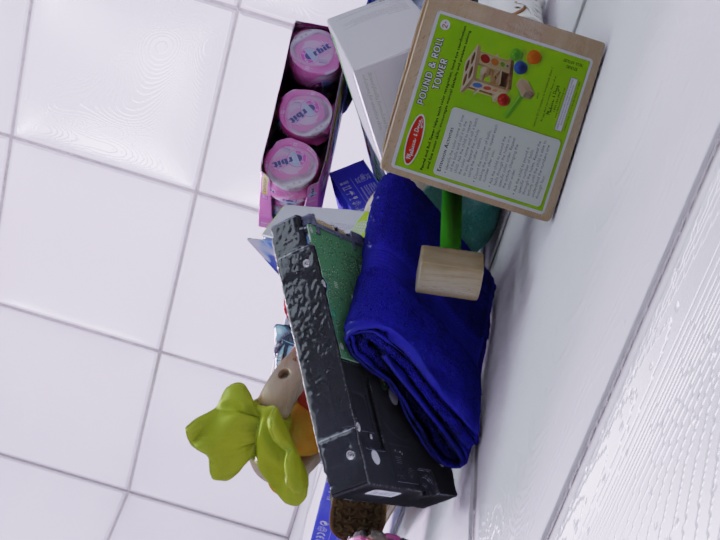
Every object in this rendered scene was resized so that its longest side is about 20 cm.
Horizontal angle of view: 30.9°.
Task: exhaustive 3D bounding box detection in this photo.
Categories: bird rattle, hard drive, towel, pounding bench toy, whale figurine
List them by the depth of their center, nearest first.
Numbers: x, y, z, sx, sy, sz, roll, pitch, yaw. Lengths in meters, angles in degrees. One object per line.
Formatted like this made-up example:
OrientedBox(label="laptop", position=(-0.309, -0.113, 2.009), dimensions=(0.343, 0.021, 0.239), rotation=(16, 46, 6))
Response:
OrientedBox(label="hard drive", position=(0.002, 0.068, 0.942), dimensions=(0.139, 0.038, 0.202), rotation=(22, -130, -59))
OrientedBox(label="pounding bench toy", position=(0.079, -0.087, 0.958), dimensions=(0.156, 0.123, 0.202), rotation=(-86, 12, -81))
OrientedBox(label="towel", position=(0.052, 0.029, 0.975), dimensions=(0.049, 0.148, 0.201), rotation=(-23, 31, 24))
OrientedBox(label="bird rattle", position=(-0.057, 0.108, 1.123), dimensions=(0.164, 0.112, 0.201), rotation=(75, -144, -53))
OrientedBox(label="whale figurine", position=(0.087, -0.062, 1.206), dimensions=(0.159, 0.104, 0.200), rotation=(-45, -9, 21))

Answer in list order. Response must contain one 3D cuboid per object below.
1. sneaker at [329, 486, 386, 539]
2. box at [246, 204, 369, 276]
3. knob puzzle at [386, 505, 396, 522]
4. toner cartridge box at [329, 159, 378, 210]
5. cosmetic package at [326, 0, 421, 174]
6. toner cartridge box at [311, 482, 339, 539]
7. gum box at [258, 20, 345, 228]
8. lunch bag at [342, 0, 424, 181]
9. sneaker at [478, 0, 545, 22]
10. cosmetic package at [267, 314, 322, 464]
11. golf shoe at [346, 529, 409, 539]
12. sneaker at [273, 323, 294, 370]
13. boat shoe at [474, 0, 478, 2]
OrientedBox(label="sneaker", position=(0.010, 0.127, 1.099), dimensions=(0.090, 0.066, 0.202), rotation=(-88, 10, -59))
OrientedBox(label="box", position=(0.000, 0.000, 1.159), dimensions=(0.199, 0.122, 0.048), rotation=(9, 57, 50))
OrientedBox(label="knob puzzle", position=(0.058, 0.126, 1.202), dimensions=(0.220, 0.030, 0.222), rotation=(-164, 90, -88))
OrientedBox(label="toner cartridge box", position=(0.028, -0.019, 1.328), dimensions=(0.201, 0.043, 0.096), rotation=(-121, 11, -47))
OrientedBox(label="cosmetic package", position=(0.034, -0.163, 1.129), dimensions=(0.200, 0.084, 0.109), rotation=(-106, -2, -68))
OrientedBox(label="toner cartridge box", position=(-0.010, 0.201, 1.289), dimensions=(0.201, 0.043, 0.096), rotation=(104, -178, -50))
OrientedBox(label="gum box", position=(-0.059, -0.143, 1.371), dimensions=(0.114, 0.065, 0.202), rotation=(98, -178, -63))
OrientedBox(label="lunch bag", position=(0.047, -0.188, 1.341), dimensions=(0.170, 0.122, 0.202), rotation=(103, 153, -70))
OrientedBox(label="sneaker", position=(0.150, -0.225, 1.203), dimensions=(0.084, 0.073, 0.201), rotation=(-23, 37, 47))
OrientedBox(label="cosmetic package", position=(-0.009, 0.090, 1.432), dimensions=(0.168, 0.164, 0.202), rotation=(-78, 3, -60))
OrientedBox(label="golf shoe", position=(-0.008, 0.297, 1.102), dimensions=(0.201, 0.072, 0.093), rotation=(109, 175, -54))
OrientedBox(label="sneaker", position=(-0.052, 0.094, 1.297), dimensions=(0.201, 0.095, 0.079), rotation=(-57, -16, 4))
OrientedBox(label="boat shoe", position=(0.129, -0.217, 1.400), dimensions=(0.074, 0.067, 0.202), rotation=(173, 89, -75))
